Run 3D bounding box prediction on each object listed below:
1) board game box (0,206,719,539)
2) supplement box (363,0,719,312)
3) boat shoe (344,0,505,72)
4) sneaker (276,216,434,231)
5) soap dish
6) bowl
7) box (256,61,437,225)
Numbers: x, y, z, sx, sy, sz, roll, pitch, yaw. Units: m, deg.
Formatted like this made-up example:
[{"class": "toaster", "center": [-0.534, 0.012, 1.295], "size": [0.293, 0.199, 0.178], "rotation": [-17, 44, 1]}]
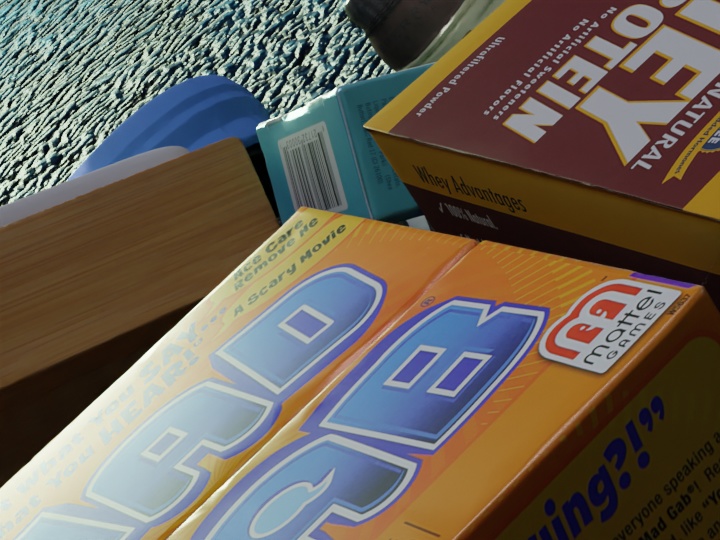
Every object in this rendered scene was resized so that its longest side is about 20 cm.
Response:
[{"class": "board game box", "center": [0.016, 0.129, 0.759], "size": [0.200, 0.200, 0.200], "rotation": [-43, 26, -18]}, {"class": "supplement box", "center": [0.143, 0.003, 0.825], "size": [0.133, 0.200, 0.197], "rotation": [-42, 26, -15]}, {"class": "boat shoe", "center": [0.033, -0.139, 1.202], "size": [0.072, 0.066, 0.201], "rotation": [-41, 15, 24]}, {"class": "sneaker", "center": [0.000, 0.000, 1.132], "size": [0.071, 0.098, 0.200], "rotation": [-26, 25, 24]}, {"class": "soap dish", "center": [-0.115, 0.054, 1.014], "size": [0.200, 0.157, 0.081], "rotation": [-25, 48, -38]}, {"class": "bowl", "center": [-0.095, 0.013, 1.161], "size": [0.201, 0.039, 0.201], "rotation": [-50, -15, -19]}, {"class": "box", "center": [0.070, -0.058, 1.014], "size": [0.200, 0.049, 0.082], "rotation": [-15, 0, -23]}]
